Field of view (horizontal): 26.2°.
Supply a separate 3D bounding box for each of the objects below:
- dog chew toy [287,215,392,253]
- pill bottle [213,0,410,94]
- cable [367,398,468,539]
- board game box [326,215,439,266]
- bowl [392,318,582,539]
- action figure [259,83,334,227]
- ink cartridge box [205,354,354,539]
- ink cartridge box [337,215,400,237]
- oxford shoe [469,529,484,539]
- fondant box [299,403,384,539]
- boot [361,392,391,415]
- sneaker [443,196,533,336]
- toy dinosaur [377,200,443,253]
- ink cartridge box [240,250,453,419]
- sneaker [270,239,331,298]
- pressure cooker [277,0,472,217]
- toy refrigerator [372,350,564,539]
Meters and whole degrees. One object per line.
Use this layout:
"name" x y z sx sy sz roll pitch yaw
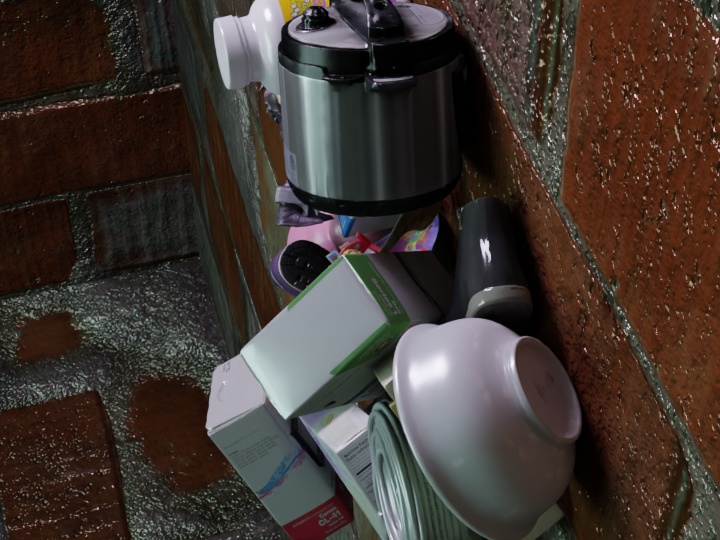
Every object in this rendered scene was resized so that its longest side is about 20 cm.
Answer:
"dog chew toy" -0.016 -0.040 1.886 0.200 0.123 0.126 148 110 -69
"pill bottle" -0.048 -0.241 1.602 0.104 0.197 0.106 168 90 -79
"cable" 0.059 0.225 1.538 0.200 0.068 0.203 -126 26 -72
"board game box" 0.000 0.000 1.652 0.199 0.039 0.159 -34 24 39
"bowl" 0.123 0.118 1.294 0.201 0.090 0.203 38 -144 -34
"action figure" -0.075 -0.152 1.758 0.130 0.068 0.203 -123 25 -84
"ink cartridge box" -0.093 0.208 1.847 0.201 0.085 0.148 57 -166 -25
"ink cartridge box" 0.003 -0.158 1.732 0.146 0.083 0.202 114 143 -72
"oxford shoe" 0.095 0.242 1.705 0.201 0.057 0.075 57 169 -5
"fondant box" 0.022 0.239 1.716 0.201 0.058 0.144 59 170 -20
"boot" 0.014 0.174 1.812 0.200 0.130 0.071 72 -177 -64
"sneaker" 0.115 0.015 1.418 0.200 0.074 0.108 109 158 -66
"toy dinosaur" 0.058 -0.062 1.545 0.200 0.060 0.108 -37 -44 -64
"ink cartridge box" 0.001 0.057 1.469 0.085 0.146 0.199 53 -157 15
"sneaker" -0.017 0.034 1.837 0.199 0.076 0.087 35 162 -9
"pressure cooker" 0.009 -0.168 1.428 0.174 0.178 0.202 12 118 32
"toy refrigerator" 0.095 0.157 1.406 0.201 0.070 0.076 54 179 -12
